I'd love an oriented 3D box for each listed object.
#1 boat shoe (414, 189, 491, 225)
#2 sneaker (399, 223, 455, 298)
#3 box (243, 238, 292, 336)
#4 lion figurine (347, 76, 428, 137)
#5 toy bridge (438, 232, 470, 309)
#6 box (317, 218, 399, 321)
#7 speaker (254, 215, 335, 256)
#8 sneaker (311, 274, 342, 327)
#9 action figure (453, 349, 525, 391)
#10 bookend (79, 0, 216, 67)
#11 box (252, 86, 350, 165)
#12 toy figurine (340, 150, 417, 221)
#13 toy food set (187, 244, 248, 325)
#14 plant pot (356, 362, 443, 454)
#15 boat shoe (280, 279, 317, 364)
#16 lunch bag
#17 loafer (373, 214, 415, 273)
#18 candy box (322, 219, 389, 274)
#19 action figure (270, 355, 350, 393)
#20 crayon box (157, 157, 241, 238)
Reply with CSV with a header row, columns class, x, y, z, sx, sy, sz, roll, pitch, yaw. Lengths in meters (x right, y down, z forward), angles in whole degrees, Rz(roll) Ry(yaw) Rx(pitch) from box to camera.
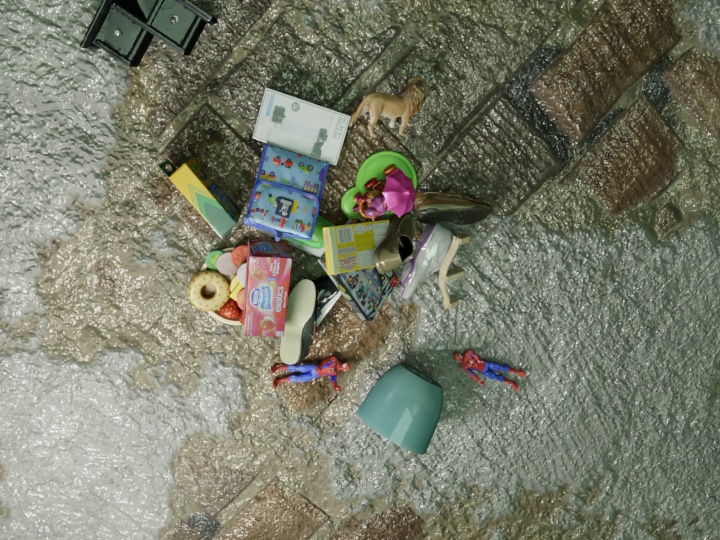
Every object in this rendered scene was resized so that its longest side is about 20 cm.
class,x,y,z,sx,sy,sz,roll,pitch,yaw
boat shoe,0.217,-0.157,1.478,0.197,0.076,0.075,0,63,-24
sneaker,0.166,-0.012,1.517,0.099,0.075,0.202,25,103,-16
box,-0.213,0.040,1.415,0.094,0.100,0.203,3,116,-14
lion figurine,0.063,-0.362,1.377,0.198,0.073,0.124,-17,141,-38
toy bridge,0.221,0.010,1.516,0.067,0.027,0.203,-17,126,-33
box,0.000,0.000,1.462,0.138,0.040,0.201,-54,124,-28
speaker,-0.149,-0.101,1.450,0.198,0.089,0.089,23,103,-12
sneaker,-0.092,0.046,1.507,0.087,0.076,0.201,35,100,-9
action figure,0.333,0.261,1.606,0.197,0.099,0.066,22,102,-9
bookend,-0.436,-0.494,1.300,0.197,0.092,0.201,32,101,-14
box,-0.131,-0.323,1.401,0.197,0.060,0.118,17,104,-11
toy figurine,0.049,-0.167,1.402,0.199,0.184,0.151,-33,107,5
toy food set,-0.295,0.037,1.493,0.199,0.049,0.199,37,99,-14
plant pot,0.114,0.329,1.554,0.199,0.200,0.163,29,90,-13
boat shoe,-0.139,0.119,1.477,0.073,0.063,0.205,16,98,24
lunch bag,-0.165,-0.154,1.377,0.148,0.094,0.203,15,64,-10
loafer,0.094,-0.062,1.438,0.067,0.201,0.077,-4,126,29
candy box,-0.001,-0.056,1.412,0.198,0.026,0.104,-10,99,-45
action figure,-0.119,0.262,1.547,0.197,0.099,0.066,-10,108,-6
crayon box,-0.350,-0.175,1.384,0.051,0.126,0.201,-38,107,5
